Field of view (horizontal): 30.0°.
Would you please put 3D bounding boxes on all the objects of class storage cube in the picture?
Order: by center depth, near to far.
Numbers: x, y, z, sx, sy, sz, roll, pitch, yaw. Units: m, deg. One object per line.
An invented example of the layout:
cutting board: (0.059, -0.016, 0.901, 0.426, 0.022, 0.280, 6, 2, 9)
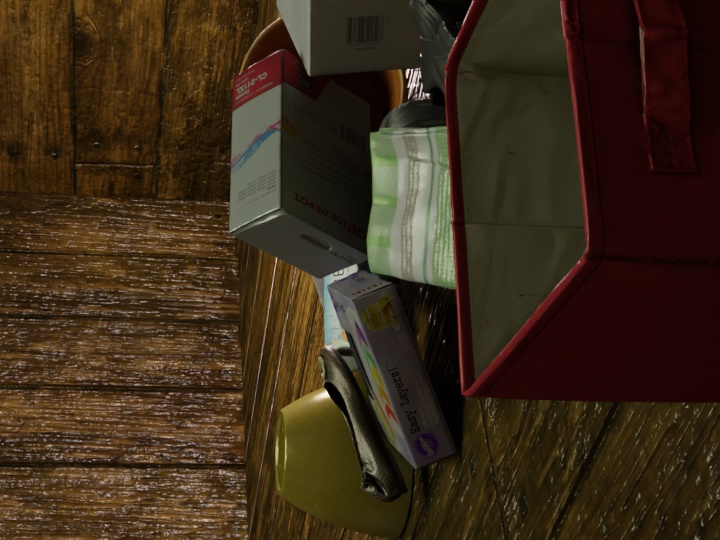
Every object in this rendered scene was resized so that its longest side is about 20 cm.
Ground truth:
storage cube: (0.143, -0.048, 0.560, 0.200, 0.180, 0.171, 113, 157, -67)

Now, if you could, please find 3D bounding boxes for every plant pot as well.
plant pot: (-0.026, 0.216, 1.595, 0.200, 0.142, 0.200, -177, 90, -80)
plant pot: (-0.035, -0.205, 1.655, 0.183, 0.200, 0.200, 30, -118, -82)

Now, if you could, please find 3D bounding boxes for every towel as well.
towel: (0.065, -0.060, 1.233, 0.200, 0.031, 0.149, 8, 97, 56)

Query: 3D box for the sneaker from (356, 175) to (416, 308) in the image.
sneaker: (0.027, -0.047, 1.520, 0.082, 0.075, 0.200, 19, -111, -66)

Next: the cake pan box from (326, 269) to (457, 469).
cake pan box: (0.028, 0.096, 1.385, 0.200, 0.052, 0.184, -152, 43, -80)

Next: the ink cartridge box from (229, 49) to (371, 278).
ink cartridge box: (-0.063, -0.112, 1.446, 0.083, 0.146, 0.200, -22, 56, 35)

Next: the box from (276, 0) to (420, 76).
box: (-0.016, -0.300, 1.469, 0.200, 0.124, 0.098, -112, 19, -54)

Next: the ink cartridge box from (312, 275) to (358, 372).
ink cartridge box: (-0.029, 0.018, 1.689, 0.160, 0.047, 0.200, -97, -10, -83)

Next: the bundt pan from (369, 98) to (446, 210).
bundt pan: (0.056, -0.084, 1.379, 0.202, 0.076, 0.202, -177, 90, -79)

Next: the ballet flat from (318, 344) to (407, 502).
ballet flat: (-0.008, 0.169, 1.484, 0.067, 0.046, 0.200, 77, 167, -62)

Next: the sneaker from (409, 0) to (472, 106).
sneaker: (0.080, -0.204, 1.245, 0.200, 0.076, 0.091, -101, 23, -58)

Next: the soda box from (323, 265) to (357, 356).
soda box: (0.000, 0.000, 1.570, 0.068, 0.064, 0.200, -9, 77, 40)
